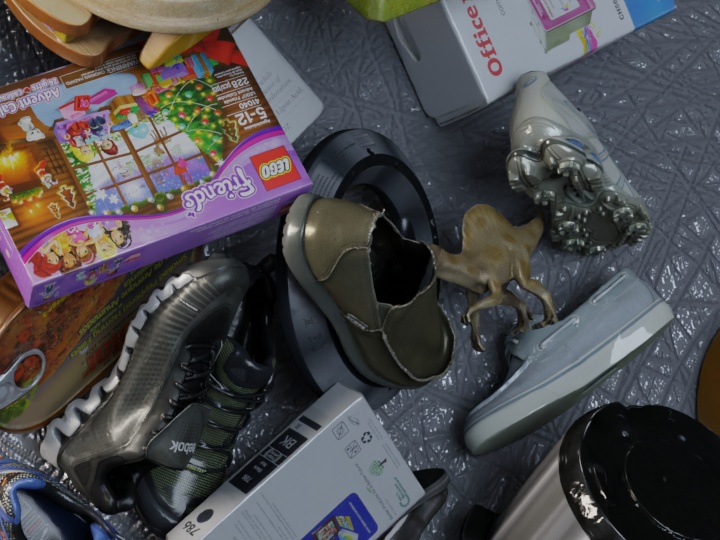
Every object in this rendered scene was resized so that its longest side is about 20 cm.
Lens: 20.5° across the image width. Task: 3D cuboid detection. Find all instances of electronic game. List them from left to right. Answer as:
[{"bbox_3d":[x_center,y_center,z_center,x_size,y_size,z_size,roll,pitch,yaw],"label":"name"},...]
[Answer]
[{"bbox_3d":[0.000,0.000,1.404,0.200,0.042,0.200,-2,92,-59],"label":"electronic game"}]

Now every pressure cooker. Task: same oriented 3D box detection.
[{"bbox_3d":[0.180,0.214,1.425,0.178,0.200,0.176,-4,52,-38],"label":"pressure cooker"}]

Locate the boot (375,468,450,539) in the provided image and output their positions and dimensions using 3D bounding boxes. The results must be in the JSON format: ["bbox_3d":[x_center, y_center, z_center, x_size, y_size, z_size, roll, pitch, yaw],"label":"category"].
[{"bbox_3d":[0.029,0.260,1.418,0.200,0.069,0.174,-44,109,-22],"label":"boot"}]

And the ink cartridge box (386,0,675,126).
[{"bbox_3d":[0.120,-0.218,1.517,0.200,0.085,0.145,-28,96,-26],"label":"ink cartridge box"}]

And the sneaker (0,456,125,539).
[{"bbox_3d":[-0.179,0.198,1.302,0.200,0.078,0.075,40,67,-17],"label":"sneaker"}]

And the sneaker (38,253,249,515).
[{"bbox_3d":[-0.124,0.081,1.287,0.066,0.200,0.091,11,35,-54],"label":"sneaker"}]

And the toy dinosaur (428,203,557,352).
[{"bbox_3d":[0.108,-0.003,1.455,0.200,0.058,0.101,-21,91,-50],"label":"toy dinosaur"}]

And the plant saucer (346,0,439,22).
[{"bbox_3d":[0.036,-0.280,1.431,0.200,0.048,0.200,-24,53,-25],"label":"plant saucer"}]

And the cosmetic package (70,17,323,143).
[{"bbox_3d":[-0.131,-0.151,1.382,0.200,0.074,0.102,48,65,-15],"label":"cosmetic package"}]

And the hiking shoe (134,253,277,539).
[{"bbox_3d":[-0.104,0.083,1.345,0.076,0.101,0.200,17,74,-22],"label":"hiking shoe"}]

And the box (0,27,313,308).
[{"bbox_3d":[-0.149,-0.073,1.281,0.200,0.039,0.137,-22,73,-24],"label":"box"}]

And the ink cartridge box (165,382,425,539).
[{"bbox_3d":[-0.056,0.177,1.337,0.200,0.039,0.100,-41,121,-17],"label":"ink cartridge box"}]

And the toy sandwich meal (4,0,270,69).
[{"bbox_3d":[-0.142,-0.213,1.303,0.205,0.070,0.205,8,56,-12],"label":"toy sandwich meal"}]

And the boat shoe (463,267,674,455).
[{"bbox_3d":[0.145,0.065,1.506,0.201,0.070,0.072,-33,74,-23],"label":"boat shoe"}]

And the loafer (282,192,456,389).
[{"bbox_3d":[0.019,0.020,1.328,0.200,0.070,0.075,47,51,-49],"label":"loafer"}]

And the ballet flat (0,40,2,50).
[{"bbox_3d":[-0.267,-0.166,1.317,0.064,0.067,0.200,-7,86,-34],"label":"ballet flat"}]

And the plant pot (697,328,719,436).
[{"bbox_3d":[0.398,0.106,1.558,0.200,0.183,0.201,4,81,-27],"label":"plant pot"}]

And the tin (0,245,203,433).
[{"bbox_3d":[-0.185,0.023,1.316,0.200,0.042,0.112,-43,142,-27],"label":"tin"}]

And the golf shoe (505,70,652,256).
[{"bbox_3d":[0.165,-0.080,1.492,0.200,0.078,0.097,47,33,-58],"label":"golf shoe"}]
